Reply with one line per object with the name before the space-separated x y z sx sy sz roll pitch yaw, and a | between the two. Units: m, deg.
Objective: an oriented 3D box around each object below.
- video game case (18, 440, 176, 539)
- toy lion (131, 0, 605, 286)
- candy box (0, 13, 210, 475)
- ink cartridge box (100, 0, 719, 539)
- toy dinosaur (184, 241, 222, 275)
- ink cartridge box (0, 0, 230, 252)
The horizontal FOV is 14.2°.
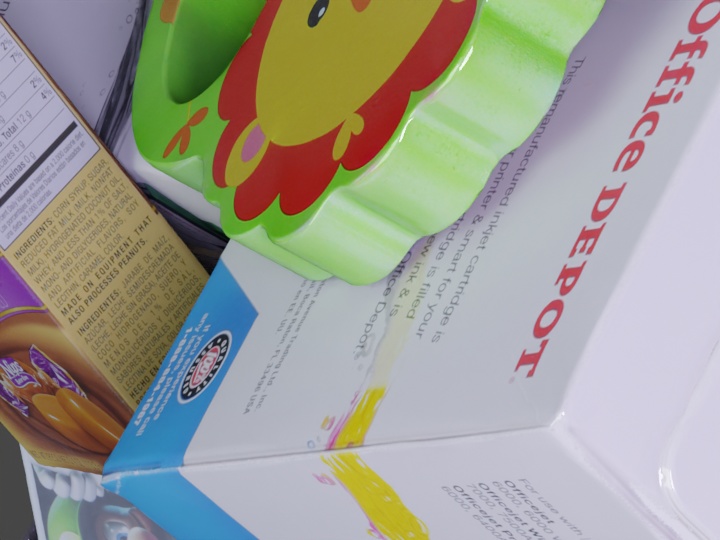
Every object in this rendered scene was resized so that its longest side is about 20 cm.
video game case | -0.043 0.149 1.046 0.181 0.023 0.201 15 124 39
toy lion | -0.001 -0.076 0.766 0.200 0.069 0.192 -31 39 47
candy box | -0.122 -0.017 0.941 0.117 0.056 0.200 4 136 56
ink cartridge box | 0.064 0.029 0.752 0.200 0.145 0.148 -10 45 55
toy dinosaur | 0.000 0.000 0.984 0.199 0.047 0.088 20 74 30
ink cartridge box | -0.041 -0.085 0.969 0.200 0.084 0.147 12 75 47
